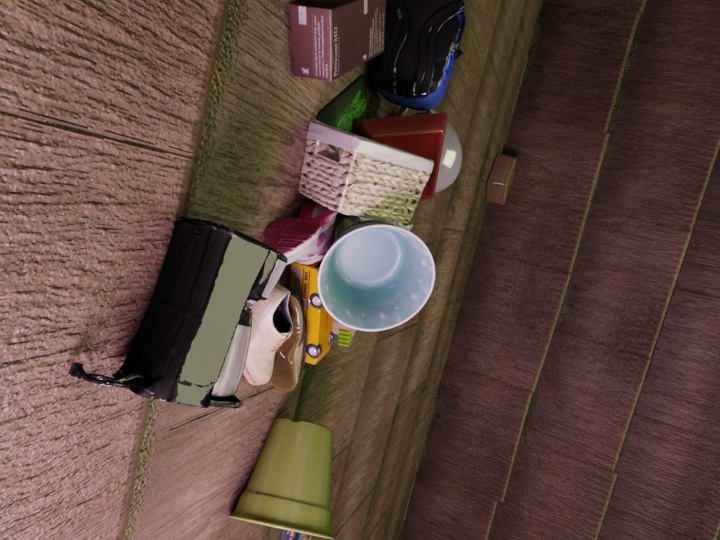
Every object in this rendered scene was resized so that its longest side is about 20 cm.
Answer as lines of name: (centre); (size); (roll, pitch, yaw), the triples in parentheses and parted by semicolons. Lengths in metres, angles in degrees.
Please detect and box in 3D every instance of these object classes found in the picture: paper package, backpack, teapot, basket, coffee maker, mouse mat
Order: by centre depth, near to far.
coffee maker: (-0.190, 0.045, 0.619); (0.192, 0.134, 0.201); (31, 75, -69)
basket: (0.006, -0.163, 0.917); (0.199, 0.135, 0.124); (5, 109, -45)
mouse mat: (-0.029, -0.261, 1.013); (0.200, 0.007, 0.162); (-57, 154, -43)
backpack: (0.119, -0.422, 1.062); (0.168, 0.161, 0.201); (6, 99, -74)
teapot: (0.124, -0.261, 1.218); (0.145, 0.197, 0.201); (-23, 90, -29)
paper package: (0.740, -0.479, 2.817); (0.191, 0.103, 0.201); (72, 38, -60)

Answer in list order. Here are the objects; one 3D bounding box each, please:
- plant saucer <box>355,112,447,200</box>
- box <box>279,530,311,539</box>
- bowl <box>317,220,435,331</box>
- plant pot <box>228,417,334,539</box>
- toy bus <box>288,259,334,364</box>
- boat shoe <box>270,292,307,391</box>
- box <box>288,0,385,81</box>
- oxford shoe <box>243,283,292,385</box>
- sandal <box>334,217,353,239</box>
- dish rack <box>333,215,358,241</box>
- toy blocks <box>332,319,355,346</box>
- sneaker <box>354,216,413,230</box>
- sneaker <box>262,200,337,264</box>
plant saucer: (0.083, -0.216, 1.102); (0.037, 0.198, 0.201); (-119, -155, -46)
box: (-0.171, 0.709, 1.338); (0.136, 0.037, 0.201); (8, 98, -71)
bowl: (0.021, -0.007, 0.928); (0.105, 0.199, 0.202); (-106, -161, -60)
plant pot: (-0.130, 0.391, 1.024); (0.200, 0.198, 0.191); (70, 27, -59)
toy bus: (-0.091, 0.071, 0.994); (0.065, 0.078, 0.201); (-42, 144, -57)
boat shoe: (-0.131, 0.120, 0.951); (0.065, 0.073, 0.201); (-62, 164, -59)
box: (-0.030, -0.372, 0.826); (0.200, 0.074, 0.101); (-50, 150, -46)
oxford shoe: (-0.151, 0.110, 0.866); (0.071, 0.073, 0.201); (-44, 145, -54)
sandal: (0.016, -0.018, 1.023); (0.202, 0.057, 0.080); (58, 34, -20)
dish rack: (0.000, 0.000, 1.083); (0.200, 0.043, 0.172); (51, 48, -24)
toy blocks: (-0.029, 0.038, 1.143); (0.201, 0.099, 0.137); (-65, 149, -34)
sneaker: (0.035, -0.130, 1.084); (0.099, 0.078, 0.200); (-44, 129, 3)
sneaker: (-0.093, -0.046, 0.895); (0.200, 0.081, 0.089); (-43, 143, -55)
